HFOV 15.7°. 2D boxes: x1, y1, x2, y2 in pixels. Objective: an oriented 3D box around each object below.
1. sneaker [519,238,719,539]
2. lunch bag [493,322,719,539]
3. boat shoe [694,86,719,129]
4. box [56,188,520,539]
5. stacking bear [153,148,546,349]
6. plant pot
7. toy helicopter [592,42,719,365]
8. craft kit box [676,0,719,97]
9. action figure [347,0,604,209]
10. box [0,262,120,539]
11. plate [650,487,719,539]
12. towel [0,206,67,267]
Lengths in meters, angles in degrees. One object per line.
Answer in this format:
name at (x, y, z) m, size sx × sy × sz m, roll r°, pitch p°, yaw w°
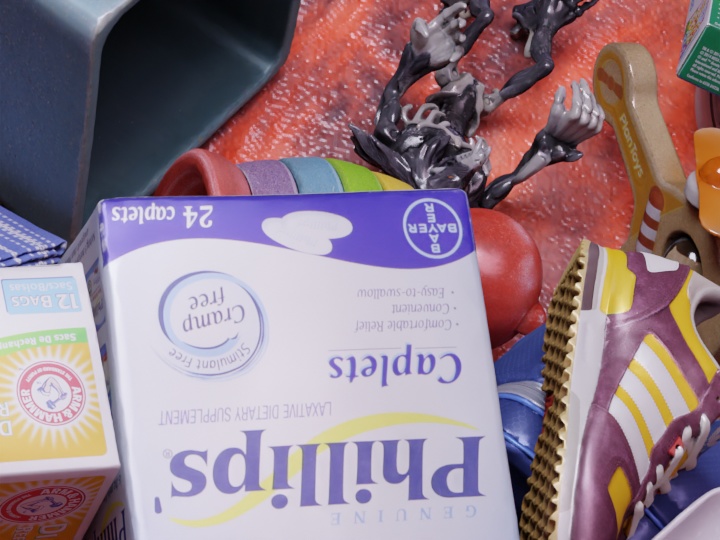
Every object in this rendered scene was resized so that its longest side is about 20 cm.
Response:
sneaker at (0.128, 0.079, 1.197) m, size 0.090 × 0.075 × 0.201 m, roll 13°, pitch 62°, yaw -6°
lunch bag at (0.116, 0.118, 1.301) m, size 0.200 × 0.136 × 0.132 m, roll 44°, pitch 56°, yaw -4°
boat shoe at (0.254, -0.049, 1.498) m, size 0.072 × 0.066 × 0.201 m, roll -6°, pitch 64°, yaw -22°
box at (-0.034, 0.073, 1.196) m, size 0.183 × 0.105 × 0.201 m, roll -2°, pitch 73°, yaw -20°
stacking bear at (0.000, 0.000, 1.353) m, size 0.199 × 0.114 × 0.122 m, roll 5°, pitch 43°, yaw -23°
plant pot at (-0.160, -0.167, 1.357) m, size 0.200 × 0.196 × 0.196 m, roll 34°, pitch 56°, yaw 15°
toy helicopter at (0.169, -0.042, 1.425) m, size 0.079 × 0.132 × 0.201 m, roll -5°, pitch 63°, yaw -21°
craft kit box at (0.291, -0.135, 1.536) m, size 0.199 × 0.049 × 0.198 m, roll 24°, pitch 33°, yaw -5°
action figure at (0.066, -0.098, 1.441) m, size 0.119 × 0.102 × 0.200 m, roll 30°, pitch 55°, yaw -15°
box at (-0.189, 0.088, 1.186) m, size 0.112 × 0.200 × 0.102 m, roll -3°, pitch 63°, yaw -21°
plate at (0.151, 0.235, 1.202) m, size 0.199 × 0.032 × 0.200 m, roll -37°, pitch 93°, yaw -18°
towel at (-0.254, -0.015, 1.256) m, size 0.145 × 0.024 × 0.200 m, roll 27°, pitch 24°, yaw 24°
